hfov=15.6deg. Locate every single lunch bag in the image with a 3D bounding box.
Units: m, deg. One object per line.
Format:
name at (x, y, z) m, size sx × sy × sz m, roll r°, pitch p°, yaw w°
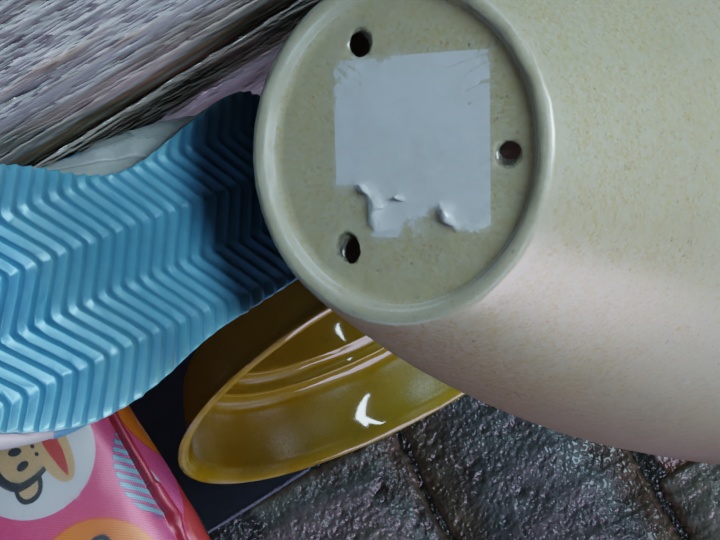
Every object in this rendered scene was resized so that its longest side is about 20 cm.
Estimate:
lunch bag at (-0.101, 0.100, 0.930) m, size 0.082 × 0.200 × 0.176 m, roll -28°, pitch 180°, yaw -9°

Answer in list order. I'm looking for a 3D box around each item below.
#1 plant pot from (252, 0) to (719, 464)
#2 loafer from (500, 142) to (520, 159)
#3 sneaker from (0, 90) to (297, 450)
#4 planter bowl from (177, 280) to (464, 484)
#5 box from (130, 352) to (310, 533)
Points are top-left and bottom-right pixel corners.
plant pot at (0.063, -0.033, 0.758) m, size 0.187 × 0.188 × 0.200 m, roll -31°, pitch 163°, yaw 29°
loafer at (0.055, -0.060, 0.934) m, size 0.200 × 0.073 × 0.071 m, roll -30°, pitch 179°, yaw -1°
sneaker at (-0.089, 0.009, 0.723) m, size 0.081 × 0.077 × 0.200 m, roll -27°, pitch 177°, yaw 35°
planter bowl at (0.000, 0.000, 1.060) m, size 0.200 × 0.084 × 0.200 m, roll -25°, pitch 162°, yaw -9°
box at (-0.169, 0.118, 1.324) m, size 0.200 × 0.124 × 0.198 m, roll -29°, pitch 179°, yaw -44°
